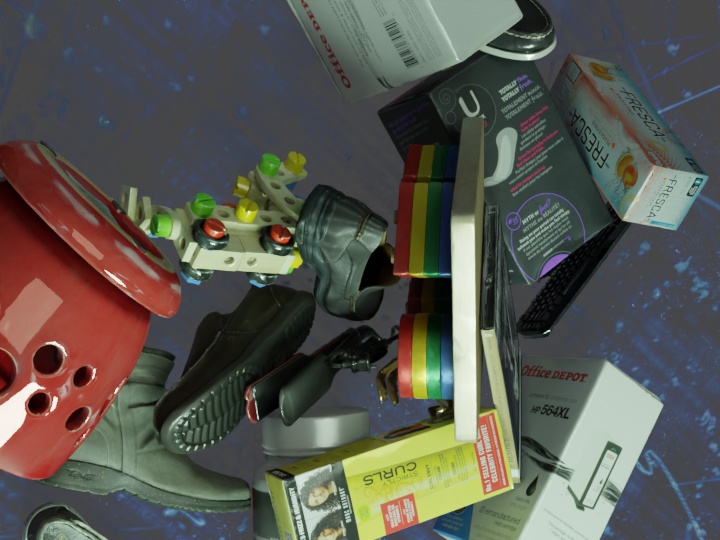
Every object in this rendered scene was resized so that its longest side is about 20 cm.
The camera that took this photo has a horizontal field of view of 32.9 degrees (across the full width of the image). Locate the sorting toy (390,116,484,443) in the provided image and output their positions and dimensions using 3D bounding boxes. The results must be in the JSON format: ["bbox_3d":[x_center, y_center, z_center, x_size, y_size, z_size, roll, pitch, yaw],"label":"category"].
[{"bbox_3d":[0.066,0.003,1.011,0.069,0.199,0.202,1,118,7],"label":"sorting toy"}]

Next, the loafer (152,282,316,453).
[{"bbox_3d":[-0.116,0.078,1.039,0.200,0.071,0.074,-44,152,-44],"label":"loafer"}]

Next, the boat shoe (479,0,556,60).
[{"bbox_3d":[0.097,-0.263,1.104,0.074,0.061,0.200,-33,61,-27],"label":"boat shoe"}]

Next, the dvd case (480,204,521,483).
[{"bbox_3d":[0.125,0.066,1.075,0.150,0.016,0.201,-82,163,-45],"label":"dvd case"}]

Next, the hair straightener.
[{"bbox_3d":[-0.014,0.088,1.068,0.199,0.076,0.042,-23,111,-54],"label":"hair straightener"}]

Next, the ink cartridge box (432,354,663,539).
[{"bbox_3d":[0.174,0.185,1.147,0.084,0.146,0.202,35,74,-20],"label":"ink cartridge box"}]

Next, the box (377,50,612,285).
[{"bbox_3d":[0.127,-0.099,1.151,0.122,0.106,0.202,-34,103,-24],"label":"box"}]

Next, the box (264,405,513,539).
[{"bbox_3d":[0.025,0.173,1.001,0.198,0.050,0.076,-14,95,-23],"label":"box"}]

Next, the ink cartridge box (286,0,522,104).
[{"bbox_3d":[0.027,-0.242,1.056,0.083,0.199,0.148,-36,104,-24],"label":"ink cartridge box"}]

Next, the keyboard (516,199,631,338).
[{"bbox_3d":[0.207,-0.019,1.194,0.040,0.104,0.200,42,74,-8],"label":"keyboard"}]

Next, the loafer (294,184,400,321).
[{"bbox_3d":[0.000,0.000,1.050,0.072,0.200,0.074,20,74,18],"label":"loafer"}]

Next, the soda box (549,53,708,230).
[{"bbox_3d":[0.249,-0.126,1.166,0.068,0.201,0.064,8,127,-25],"label":"soda box"}]

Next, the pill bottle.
[{"bbox_3d":[-0.038,0.224,1.063,0.112,0.114,0.203,-1,89,-25],"label":"pill bottle"}]

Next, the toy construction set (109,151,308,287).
[{"bbox_3d":[-0.118,-0.044,1.029,0.198,0.132,0.093,-8,137,-25],"label":"toy construction set"}]

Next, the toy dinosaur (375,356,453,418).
[{"bbox_3d":[0.067,0.086,1.144,0.105,0.061,0.202,-15,64,-15],"label":"toy dinosaur"}]

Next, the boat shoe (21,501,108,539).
[{"bbox_3d":[-0.202,0.276,1.010,0.071,0.063,0.200,-47,108,-18],"label":"boat shoe"}]

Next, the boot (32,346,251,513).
[{"bbox_3d":[-0.172,0.130,1.031,0.198,0.067,0.132,16,76,-26],"label":"boot"}]

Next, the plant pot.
[{"bbox_3d":[-0.242,0.023,0.900,0.183,0.200,0.200,-45,108,-1],"label":"plant pot"}]
